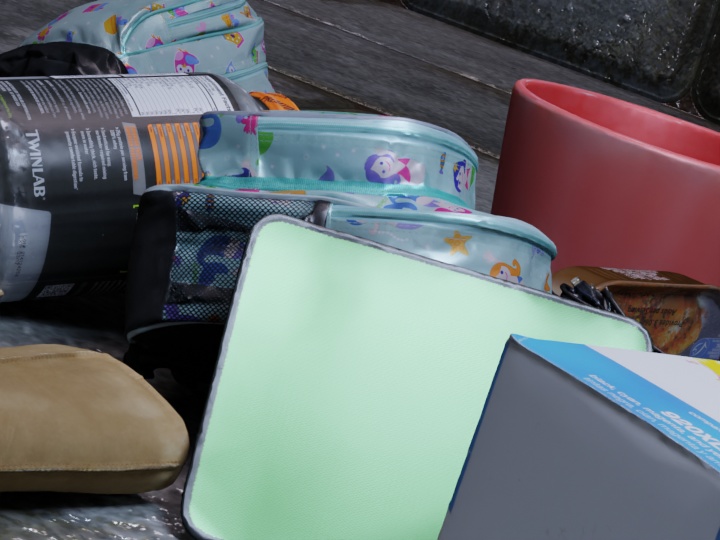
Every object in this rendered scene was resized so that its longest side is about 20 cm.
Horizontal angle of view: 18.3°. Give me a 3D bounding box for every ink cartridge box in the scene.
[{"bbox_3d":[0.150,0.126,0.898,0.200,0.148,0.145,7,17,-39],"label":"ink cartridge box"}]

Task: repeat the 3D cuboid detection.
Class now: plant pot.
[{"bbox_3d":[0.165,-0.008,1.429,0.200,0.178,0.200,16,12,-4],"label":"plant pot"}]

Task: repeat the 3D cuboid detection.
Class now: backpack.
[{"bbox_3d":[-0.140,-0.120,1.456,0.167,0.127,0.200,5,21,40],"label":"backpack"},{"bbox_3d":[0.000,0.000,1.129,0.199,0.151,0.178,9,-6,15],"label":"backpack"}]

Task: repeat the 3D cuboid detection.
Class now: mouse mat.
[{"bbox_3d":[0.029,0.070,1.009,0.199,0.161,0.008,16,-23,-6],"label":"mouse mat"}]

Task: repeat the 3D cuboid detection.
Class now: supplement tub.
[{"bbox_3d":[-0.132,-0.048,1.244,0.200,0.123,0.122,-4,22,-31],"label":"supplement tub"}]

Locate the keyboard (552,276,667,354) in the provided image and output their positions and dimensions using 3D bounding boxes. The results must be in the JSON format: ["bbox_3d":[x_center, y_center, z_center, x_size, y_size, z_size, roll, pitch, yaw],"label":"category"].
[{"bbox_3d":[0.100,0.049,1.166,0.040,0.104,0.200,43,6,-48],"label":"keyboard"}]

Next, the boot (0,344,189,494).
[{"bbox_3d":[-0.197,0.049,0.958,0.175,0.066,0.200,39,22,28],"label":"boot"}]

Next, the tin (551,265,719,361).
[{"bbox_3d":[0.147,0.055,1.287,0.042,0.112,0.200,20,11,39],"label":"tin"}]

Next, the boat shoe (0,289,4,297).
[{"bbox_3d":[-0.258,-0.022,1.144,0.200,0.074,0.076,23,13,23],"label":"boat shoe"}]
